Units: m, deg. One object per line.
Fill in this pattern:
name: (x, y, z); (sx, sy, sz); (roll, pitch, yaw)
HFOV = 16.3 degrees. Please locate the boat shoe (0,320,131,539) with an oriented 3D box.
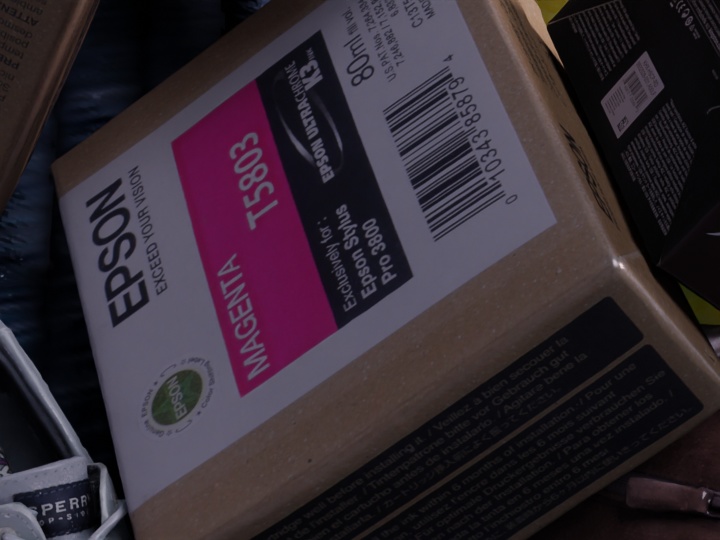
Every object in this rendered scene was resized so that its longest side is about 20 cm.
boat shoe: (-0.103, 0.079, 0.729); (0.070, 0.072, 0.201); (-15, 60, -39)

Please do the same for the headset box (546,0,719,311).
headset box: (0.165, -0.015, 0.764); (0.199, 0.075, 0.149); (33, 21, -25)

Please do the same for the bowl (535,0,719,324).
bowl: (0.128, -0.092, 0.909); (0.199, 0.108, 0.201); (7, 55, -10)

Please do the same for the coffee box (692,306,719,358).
coffee box: (0.096, -0.047, 0.963); (0.122, 0.044, 0.200); (-25, 65, -27)

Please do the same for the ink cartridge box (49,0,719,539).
ink cartridge box: (0.000, 0.000, 0.760); (0.075, 0.164, 0.201); (46, 15, -40)

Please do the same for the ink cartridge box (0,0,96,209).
ink cartridge box: (-0.177, -0.116, 0.785); (0.199, 0.165, 0.075); (27, 39, -6)

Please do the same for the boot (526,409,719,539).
boot: (0.078, 0.038, 0.773); (0.072, 0.166, 0.201); (34, 65, -38)
